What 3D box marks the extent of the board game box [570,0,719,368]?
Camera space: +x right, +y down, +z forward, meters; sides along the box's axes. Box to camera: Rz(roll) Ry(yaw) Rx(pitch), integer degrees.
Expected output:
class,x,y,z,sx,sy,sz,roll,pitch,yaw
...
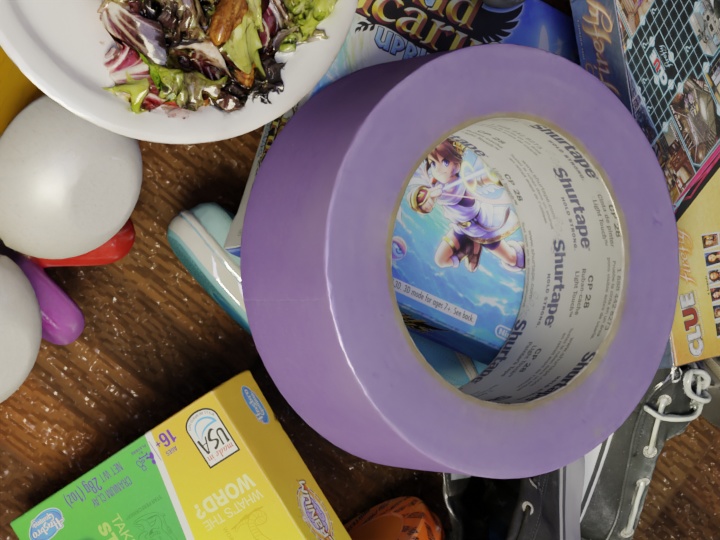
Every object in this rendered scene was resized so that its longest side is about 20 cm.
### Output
class,x,y,z,sx,sy,sz,roll,pitch,yaw
board game box,0.182,-0.059,1.111,0.135,0.035,0.201,-10,92,-36

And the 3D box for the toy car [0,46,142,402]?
class,x,y,z,sx,sy,sz,roll,pitch,yaw
toy car,-0.186,-0.017,1.066,0.200,0.175,0.150,-58,143,-4

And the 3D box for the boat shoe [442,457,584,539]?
class,x,y,z,sx,sy,sz,roll,pitch,yaw
boat shoe,0.070,0.115,1.117,0.070,0.200,0.066,-37,116,27

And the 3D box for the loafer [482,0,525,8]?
class,x,y,z,sx,sy,sz,roll,pitch,yaw
loafer,0.091,-0.225,1.085,0.069,0.075,0.201,21,76,14

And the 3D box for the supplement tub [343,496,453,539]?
class,x,y,z,sx,sy,sz,roll,pitch,yaw
supplement tub,0.054,0.228,1.163,0.122,0.122,0.200,-39,104,-9

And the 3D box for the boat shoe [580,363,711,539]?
class,x,y,z,sx,sy,sz,roll,pitch,yaw
boat shoe,0.155,0.065,1.174,0.068,0.074,0.200,15,110,-6

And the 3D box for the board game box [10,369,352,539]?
class,x,y,z,sx,sy,sz,roll,pitch,yaw
board game box,-0.067,0.174,1.098,0.153,0.040,0.200,-34,88,27

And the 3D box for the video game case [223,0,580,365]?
class,x,y,z,sx,sy,sz,roll,pitch,yaw
video game case,0.048,-0.060,1.098,0.200,0.045,0.182,24,74,-28

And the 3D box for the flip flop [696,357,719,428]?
class,x,y,z,sx,sy,sz,roll,pitch,yaw
flip flop,0.185,0.000,1.209,0.081,0.058,0.200,-25,108,25

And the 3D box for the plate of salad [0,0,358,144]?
class,x,y,z,sx,sy,sz,roll,pitch,yaw
plate of salad,-0.086,-0.159,0.999,0.199,0.048,0.201,4,81,-24

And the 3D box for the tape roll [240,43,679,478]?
class,x,y,z,sx,sy,sz,roll,pitch,yaw
tape roll,0.049,-0.004,1.021,0.199,0.085,0.201,0,90,-31

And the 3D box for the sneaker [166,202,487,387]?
class,x,y,z,sx,sy,sz,roll,pitch,yaw
sneaker,0.000,0.000,1.148,0.200,0.080,0.131,42,86,-26
